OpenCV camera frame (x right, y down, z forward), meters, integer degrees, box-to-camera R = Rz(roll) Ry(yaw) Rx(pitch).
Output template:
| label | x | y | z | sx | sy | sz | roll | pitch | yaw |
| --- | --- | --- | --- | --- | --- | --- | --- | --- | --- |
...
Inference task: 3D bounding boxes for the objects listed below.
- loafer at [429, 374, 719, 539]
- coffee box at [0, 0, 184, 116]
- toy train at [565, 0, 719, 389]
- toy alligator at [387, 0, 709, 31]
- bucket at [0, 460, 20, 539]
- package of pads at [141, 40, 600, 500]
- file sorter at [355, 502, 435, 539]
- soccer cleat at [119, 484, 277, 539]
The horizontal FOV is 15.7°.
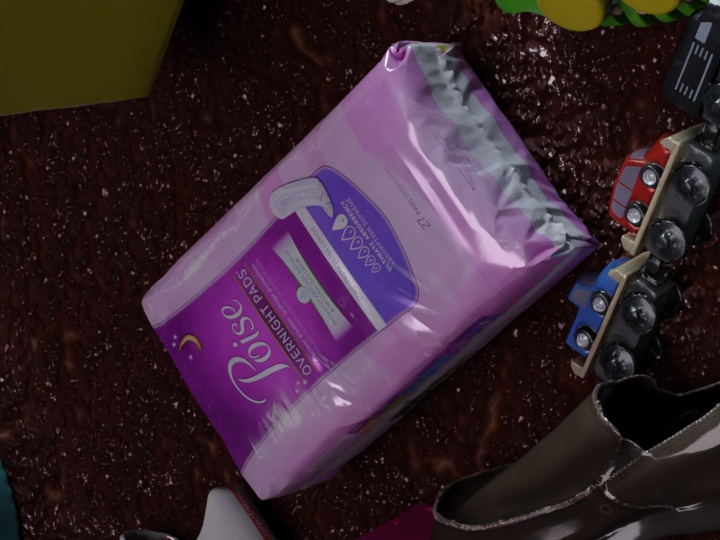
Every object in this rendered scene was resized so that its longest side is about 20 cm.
| label | x | y | z | sx | sy | sz | roll | pitch | yaw |
| --- | --- | --- | --- | --- | --- | --- | --- | --- | --- |
| loafer | 0.111 | 0.078 | 1.117 | 0.199 | 0.073 | 0.072 | -19 | 108 | 27 |
| coffee box | -0.180 | -0.197 | 1.119 | 0.197 | 0.199 | 0.201 | 29 | 108 | 19 |
| toy train | 0.127 | -0.031 | 1.095 | 0.046 | 0.034 | 0.201 | 35 | 126 | 24 |
| toy alligator | 0.098 | -0.123 | 1.107 | 0.199 | 0.060 | 0.054 | -8 | 136 | 44 |
| bucket | -0.286 | 0.145 | 1.359 | 0.206 | 0.135 | 0.209 | 7 | 103 | 31 |
| package of pads | 0.000 | 0.000 | 1.179 | 0.200 | 0.076 | 0.121 | -42 | 74 | 32 |
| file sorter | 0.028 | 0.205 | 1.129 | 0.138 | 0.200 | 0.126 | 16 | 111 | 30 |
| soccer cleat | -0.113 | 0.177 | 1.298 | 0.200 | 0.068 | 0.086 | -33 | 72 | 30 |
